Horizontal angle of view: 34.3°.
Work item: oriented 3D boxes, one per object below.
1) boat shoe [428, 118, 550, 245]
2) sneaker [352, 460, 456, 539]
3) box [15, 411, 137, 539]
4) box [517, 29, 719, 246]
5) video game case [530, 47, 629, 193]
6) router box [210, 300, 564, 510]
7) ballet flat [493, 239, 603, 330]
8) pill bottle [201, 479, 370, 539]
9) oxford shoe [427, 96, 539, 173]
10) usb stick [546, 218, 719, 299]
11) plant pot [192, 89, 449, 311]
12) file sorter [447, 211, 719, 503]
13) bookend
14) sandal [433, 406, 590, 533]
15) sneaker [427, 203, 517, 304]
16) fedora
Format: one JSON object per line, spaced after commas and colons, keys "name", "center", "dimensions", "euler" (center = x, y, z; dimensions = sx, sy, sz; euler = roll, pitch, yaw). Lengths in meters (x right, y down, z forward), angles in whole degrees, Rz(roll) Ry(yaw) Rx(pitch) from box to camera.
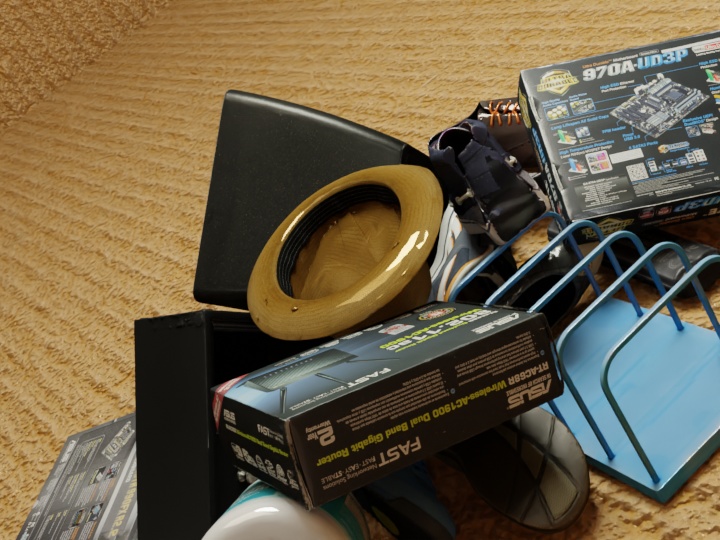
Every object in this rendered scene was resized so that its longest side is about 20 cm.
{"name": "boat shoe", "center": [0.099, -0.083, 0.971], "dimensions": [0.075, 0.093, 0.200], "euler": [-37, 8, 0]}
{"name": "sneaker", "center": [0.024, 0.154, 0.911], "dimensions": [0.078, 0.066, 0.200], "euler": [-38, 26, -16]}
{"name": "box", "center": [-0.241, 0.220, 1.112], "dimensions": [0.158, 0.048, 0.200], "euler": [-21, 29, 22]}
{"name": "box", "center": [0.248, -0.115, 0.987], "dimensions": [0.199, 0.046, 0.160], "euler": [-12, 61, -2]}
{"name": "video game case", "center": [0.225, -0.156, 1.253], "dimensions": [0.199, 0.026, 0.181], "euler": [-28, 27, 11]}
{"name": "router box", "center": [0.014, 0.083, 0.794], "dimensions": [0.199, 0.062, 0.150], "euler": [-21, 11, -24]}
{"name": "ballet flat", "center": [0.135, 0.048, 0.971], "dimensions": [0.200, 0.067, 0.057], "euler": [-45, 28, -7]}
{"name": "pill bottle", "center": [-0.049, 0.200, 0.811], "dimensions": [0.111, 0.111, 0.200], "euler": [-32, -3, 2]}
{"name": "oxford shoe", "center": [0.151, -0.133, 1.102], "dimensions": [0.200, 0.072, 0.071], "euler": [-24, 49, 39]}
{"name": "usb stick", "center": [0.233, -0.020, 1.011], "dimensions": [0.055, 0.033, 0.200], "euler": [-32, 25, -14]}
{"name": "plant pot", "center": [-0.022, -0.048, 1.118], "dimensions": [0.177, 0.199, 0.201], "euler": [8, 86, 25]}
{"name": "file sorter", "center": [0.178, 0.048, 0.856], "dimensions": [0.139, 0.123, 0.200], "euler": [-40, 27, -15]}
{"name": "bookend", "center": [-0.089, 0.140, 1.002], "dimensions": [0.092, 0.198, 0.201], "euler": [-8, 80, 40]}
{"name": "sandal", "center": [0.096, 0.135, 0.868], "dimensions": [0.200, 0.055, 0.082], "euler": [20, 67, 49]}
{"name": "sneaker", "center": [0.111, -0.005, 1.071], "dimensions": [0.079, 0.078, 0.200], "euler": [-12, 41, 41]}
{"name": "fedora", "center": [0.000, 0.000, 0.953], "dimensions": [0.200, 0.082, 0.201], "euler": [-25, 34, 18]}
